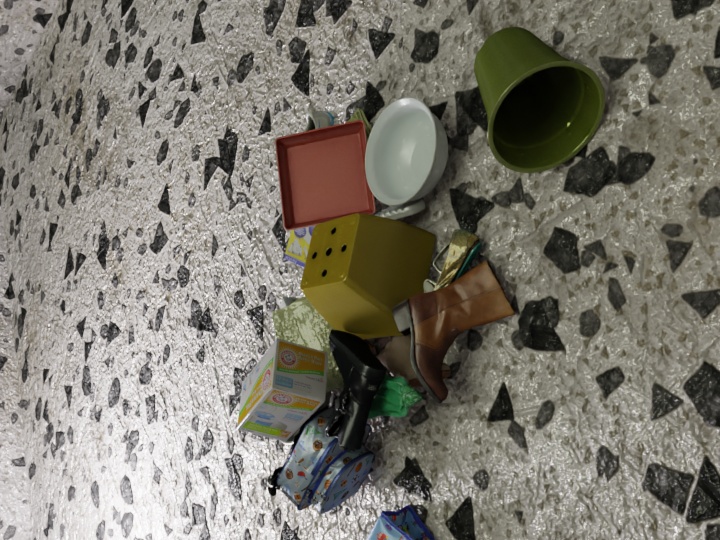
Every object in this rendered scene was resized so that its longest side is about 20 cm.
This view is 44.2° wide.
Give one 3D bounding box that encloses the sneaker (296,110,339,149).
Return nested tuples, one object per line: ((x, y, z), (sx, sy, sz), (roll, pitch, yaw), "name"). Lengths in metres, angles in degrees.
((-0.111, -0.249, 1.910), (0.074, 0.085, 0.205), (17, 99, 46), "sneaker")

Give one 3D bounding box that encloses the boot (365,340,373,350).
((-0.028, 0.108, 1.825), (0.201, 0.067, 0.191), (50, 121, 41), "boot")

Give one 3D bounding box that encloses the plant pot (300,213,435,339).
((0.000, 0.000, 1.680), (0.198, 0.175, 0.204), (-12, 58, 46), "plant pot")

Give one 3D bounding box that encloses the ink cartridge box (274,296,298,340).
((-0.155, 0.182, 1.952), (0.160, 0.046, 0.205), (-125, 42, -65), "ink cartridge box")

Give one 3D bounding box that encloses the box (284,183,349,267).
((-0.082, -0.100, 1.888), (0.115, 0.048, 0.204), (22, 108, 16), "box")

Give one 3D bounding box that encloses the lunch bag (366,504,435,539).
((0.094, 0.555, 1.604), (0.199, 0.093, 0.153), (40, 112, 36), "lunch bag")

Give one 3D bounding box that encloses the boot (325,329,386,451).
((-0.030, 0.220, 1.642), (0.200, 0.075, 0.171), (42, 114, 59), "boot")

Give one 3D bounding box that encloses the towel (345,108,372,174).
((-0.030, -0.230, 1.905), (0.200, 0.036, 0.151), (-45, 53, 36), "towel")

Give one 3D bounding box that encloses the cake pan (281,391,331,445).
((-0.122, 0.275, 1.901), (0.200, 0.036, 0.204), (-39, 41, 44), "cake pan")

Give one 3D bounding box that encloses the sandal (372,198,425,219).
((0.050, -0.093, 1.766), (0.201, 0.082, 0.051), (-15, 102, 49), "sandal")

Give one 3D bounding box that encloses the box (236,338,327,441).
((-0.149, 0.229, 1.681), (0.200, 0.110, 0.103), (-49, 30, 48), "box")

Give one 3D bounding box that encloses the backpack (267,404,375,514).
((-0.062, 0.362, 1.736), (0.152, 0.199, 0.194), (28, 115, 23), "backpack")

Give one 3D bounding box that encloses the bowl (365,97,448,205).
((0.104, -0.219, 1.699), (0.199, 0.089, 0.206), (-12, 74, 49), "bowl")

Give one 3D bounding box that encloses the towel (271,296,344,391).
((-0.096, 0.153, 1.800), (0.146, 0.036, 0.204), (-25, 77, 17), "towel")

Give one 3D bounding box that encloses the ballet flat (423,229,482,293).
((0.152, 0.016, 1.617), (0.071, 0.070, 0.203), (42, 112, 45), "ballet flat")

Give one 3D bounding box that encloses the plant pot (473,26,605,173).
((0.272, -0.300, 1.458), (0.201, 0.197, 0.192), (-54, 35, 29), "plant pot")

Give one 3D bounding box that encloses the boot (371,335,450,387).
((0.087, 0.151, 1.679), (0.198, 0.069, 0.150), (-29, 61, 44), "boot")

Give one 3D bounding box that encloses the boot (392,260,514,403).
((0.176, 0.109, 1.546), (0.196, 0.068, 0.192), (-24, 72, 10), "boot")

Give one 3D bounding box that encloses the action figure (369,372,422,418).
((0.054, 0.223, 1.613), (0.199, 0.053, 0.121), (177, 89, -65), "action figure")

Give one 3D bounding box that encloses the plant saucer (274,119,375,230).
((-0.071, -0.192, 1.831), (0.195, 0.037, 0.205), (-10, 76, 11), "plant saucer")
